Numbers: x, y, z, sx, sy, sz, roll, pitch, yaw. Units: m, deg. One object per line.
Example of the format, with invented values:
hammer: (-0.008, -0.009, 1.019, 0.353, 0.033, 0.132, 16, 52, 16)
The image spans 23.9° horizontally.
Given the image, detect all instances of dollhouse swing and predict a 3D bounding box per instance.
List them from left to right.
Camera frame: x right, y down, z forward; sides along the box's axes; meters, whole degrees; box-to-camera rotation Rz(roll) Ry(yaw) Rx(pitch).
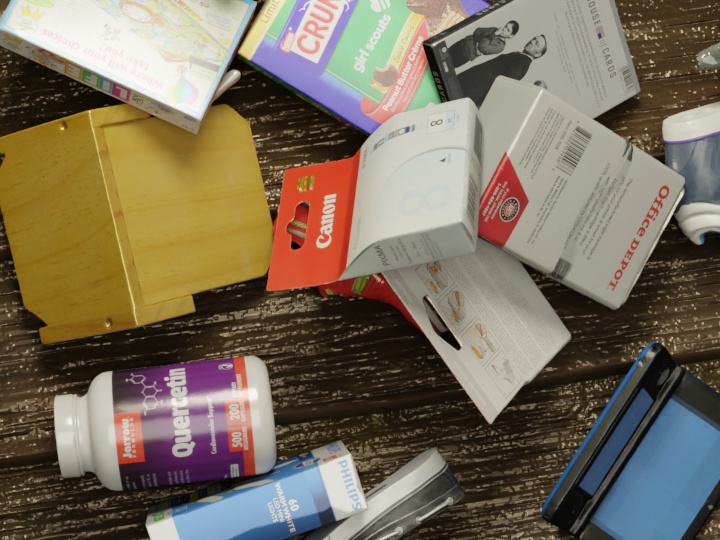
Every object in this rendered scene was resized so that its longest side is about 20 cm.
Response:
dollhouse swing: (-0.212, -0.054, 1.621, 0.181, 0.176, 0.200, -11, 94, 36)

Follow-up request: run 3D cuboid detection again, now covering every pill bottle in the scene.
pill bottle: (-0.182, 0.145, 1.591, 0.200, 0.112, 0.113, -6, 92, -6)

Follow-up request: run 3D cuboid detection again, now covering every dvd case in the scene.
dvd case: (0.166, -0.192, 1.613, 0.200, 0.025, 0.151, -30, 117, -18)

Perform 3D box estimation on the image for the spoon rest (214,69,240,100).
spoon rest: (-0.190, -0.239, 1.614, 0.099, 0.061, 0.200, -39, 82, -5)

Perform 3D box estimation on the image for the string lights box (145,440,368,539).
string lights box: (-0.098, 0.226, 1.606, 0.200, 0.103, 0.059, -19, 93, -5)

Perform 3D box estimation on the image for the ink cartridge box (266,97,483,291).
ink cartridge box: (0.009, -0.068, 1.523, 0.200, 0.160, 0.047, -10, 135, 18)

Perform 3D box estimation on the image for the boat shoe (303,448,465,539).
boat shoe: (0.011, 0.255, 1.639, 0.200, 0.072, 0.068, -35, 93, -11)

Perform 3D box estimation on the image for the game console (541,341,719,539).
game console: (0.285, 0.191, 1.642, 0.118, 0.171, 0.200, 32, 88, 21)

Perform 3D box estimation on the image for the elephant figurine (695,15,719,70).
elephant figurine: (0.402, -0.301, 1.644, 0.141, 0.155, 0.200, -16, 80, 37)

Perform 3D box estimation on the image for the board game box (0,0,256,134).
board game box: (-0.212, -0.226, 1.547, 0.200, 0.034, 0.135, 25, 67, -4)

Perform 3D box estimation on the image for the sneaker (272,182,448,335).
sneaker: (0.000, 0.000, 1.637, 0.200, 0.077, 0.085, 42, 107, -3)

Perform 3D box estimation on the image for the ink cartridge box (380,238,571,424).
ink cartridge box: (0.093, 0.029, 1.598, 0.200, 0.045, 0.176, 55, 43, -4)

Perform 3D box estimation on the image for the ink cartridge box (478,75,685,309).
ink cartridge box: (0.187, -0.071, 1.599, 0.200, 0.084, 0.144, 28, 91, -30)

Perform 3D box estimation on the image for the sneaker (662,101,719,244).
sneaker: (0.394, -0.097, 1.667, 0.200, 0.081, 0.147, -14, 103, -10)

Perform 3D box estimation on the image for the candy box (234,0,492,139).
candy box: (0.007, -0.224, 1.616, 0.200, 0.077, 0.169, 31, 88, -6)
